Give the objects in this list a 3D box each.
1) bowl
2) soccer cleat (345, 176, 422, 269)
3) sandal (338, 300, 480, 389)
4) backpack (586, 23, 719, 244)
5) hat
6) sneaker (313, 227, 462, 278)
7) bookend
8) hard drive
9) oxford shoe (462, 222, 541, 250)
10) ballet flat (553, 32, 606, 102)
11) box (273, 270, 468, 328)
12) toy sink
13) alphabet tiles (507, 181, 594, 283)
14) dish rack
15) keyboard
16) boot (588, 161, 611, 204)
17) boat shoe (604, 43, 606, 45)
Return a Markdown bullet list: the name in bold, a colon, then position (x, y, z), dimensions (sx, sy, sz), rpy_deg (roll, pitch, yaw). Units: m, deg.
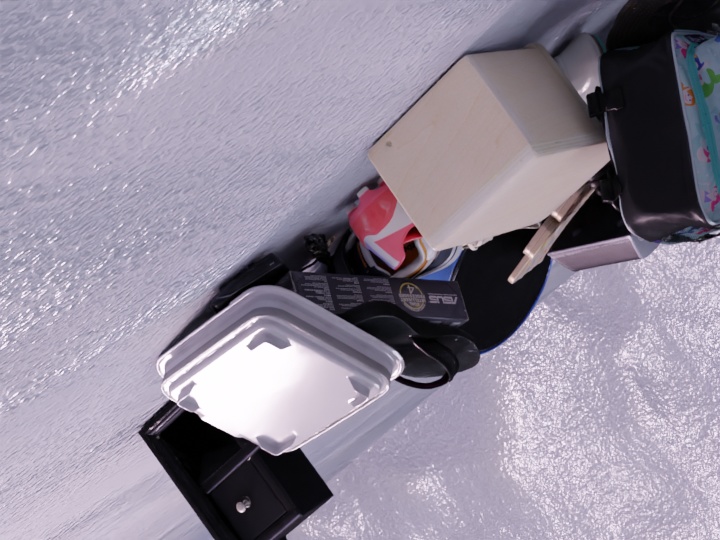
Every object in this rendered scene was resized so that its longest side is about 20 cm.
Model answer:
- **bowl**: position (0.139, 0.001, 1.889), dimensions (0.200, 0.039, 0.202), rpy_deg (-28, 133, -36)
- **soccer cleat**: position (0.074, -0.072, 1.605), dimensions (0.199, 0.077, 0.067), rpy_deg (-32, 169, -33)
- **sandal**: position (0.046, 0.080, 1.611), dimensions (0.075, 0.048, 0.200), rpy_deg (-30, 151, 25)
- **backpack**: position (0.298, -0.117, 1.485), dimensions (0.149, 0.179, 0.199), rpy_deg (-13, 174, 29)
- **hat**: position (0.284, -0.259, 1.480), dimensions (0.199, 0.081, 0.201), rpy_deg (-22, 161, -8)
- **sneaker**: position (0.000, 0.000, 1.684), dimensions (0.199, 0.079, 0.079), rpy_deg (-34, 160, 27)
- **bookend**: position (-0.095, 0.183, 1.831), dimensions (0.199, 0.201, 0.092), rpy_deg (-41, 171, 27)
- **hard drive**: position (0.286, -0.075, 1.752), dimensions (0.134, 0.042, 0.200), rpy_deg (-14, -151, 53)
- **oxford shoe**: position (0.094, -0.046, 1.742), dimensions (0.198, 0.058, 0.075), rpy_deg (-15, 170, -5)
- **ballet flat**: position (0.192, -0.167, 1.666), dimensions (0.069, 0.070, 0.200), rpy_deg (-36, 172, -7)
- **box**: position (-0.022, 0.059, 1.645), dimensions (0.199, 0.049, 0.161), rpy_deg (4, 148, -37)
- **toy sink**: position (0.121, -0.111, 1.488), dimensions (0.130, 0.112, 0.199), rpy_deg (-43, 165, 32)
- **alphabet tiles**: position (0.226, -0.070, 1.823), dimensions (0.196, 0.015, 0.200), rpy_deg (-55, 170, 22)
- **dish rack**: position (-0.077, 0.101, 1.574), dimensions (0.200, 0.171, 0.044), rpy_deg (-34, -144, 42)
- **keyboard**: position (-0.076, 0.008, 1.607), dimensions (0.126, 0.021, 0.200), rpy_deg (-32, 172, -2)
- **boot**: position (0.276, -0.172, 1.653), dimensions (0.157, 0.079, 0.212), rpy_deg (-35, 136, -18)
- **boat shoe**: position (0.296, -0.216, 1.773), dimensions (0.200, 0.073, 0.063), rpy_deg (-39, 169, -21)
